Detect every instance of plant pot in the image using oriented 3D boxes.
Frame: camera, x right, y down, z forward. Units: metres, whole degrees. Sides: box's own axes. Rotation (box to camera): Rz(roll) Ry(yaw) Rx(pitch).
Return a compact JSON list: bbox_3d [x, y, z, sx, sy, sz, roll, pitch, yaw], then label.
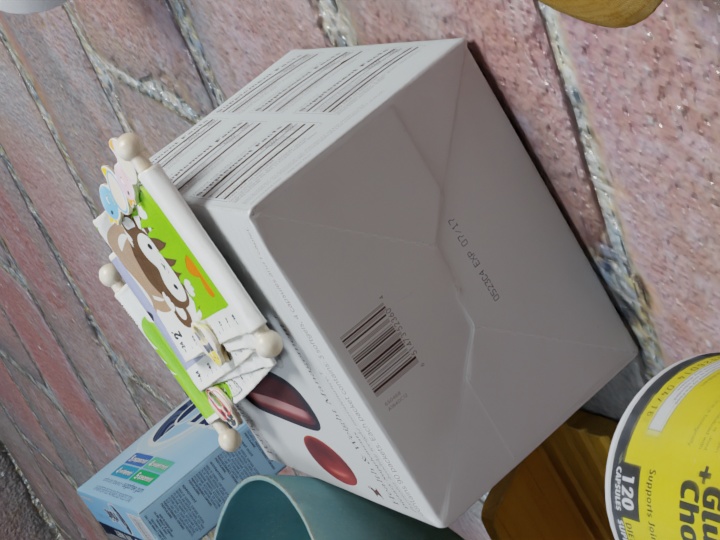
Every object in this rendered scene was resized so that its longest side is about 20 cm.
[{"bbox_3d":[0.009,0.211,1.064,0.200,0.133,0.203,179,90,-65],"label":"plant pot"}]

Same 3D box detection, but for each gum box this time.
[{"bbox_3d":[-0.091,0.113,1.335,0.045,0.200,0.170,55,162,-12],"label":"gum box"}]

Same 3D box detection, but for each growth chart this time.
[{"bbox_3d":[-0.093,0.012,0.978,0.145,0.018,0.200,51,160,8],"label":"growth chart"}]

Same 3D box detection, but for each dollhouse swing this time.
[{"bbox_3d":[0.121,0.207,1.039,0.183,0.175,0.200,59,161,-20],"label":"dollhouse swing"}]

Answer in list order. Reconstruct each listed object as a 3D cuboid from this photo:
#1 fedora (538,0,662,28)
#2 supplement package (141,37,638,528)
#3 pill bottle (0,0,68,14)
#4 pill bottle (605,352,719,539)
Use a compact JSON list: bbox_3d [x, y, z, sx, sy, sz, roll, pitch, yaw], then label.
[{"bbox_3d":[0.061,-0.176,0.629,0.201,0.082,0.201,48,167,15],"label":"fedora"},{"bbox_3d":[0.000,0.000,0.994,0.192,0.147,0.200,59,160,-19],"label":"supplement package"},{"bbox_3d":[-0.213,-0.248,1.110,0.111,0.111,0.201,41,158,30],"label":"pill bottle"},{"bbox_3d":[0.193,0.097,0.763,0.113,0.112,0.200,58,161,-17],"label":"pill bottle"}]
